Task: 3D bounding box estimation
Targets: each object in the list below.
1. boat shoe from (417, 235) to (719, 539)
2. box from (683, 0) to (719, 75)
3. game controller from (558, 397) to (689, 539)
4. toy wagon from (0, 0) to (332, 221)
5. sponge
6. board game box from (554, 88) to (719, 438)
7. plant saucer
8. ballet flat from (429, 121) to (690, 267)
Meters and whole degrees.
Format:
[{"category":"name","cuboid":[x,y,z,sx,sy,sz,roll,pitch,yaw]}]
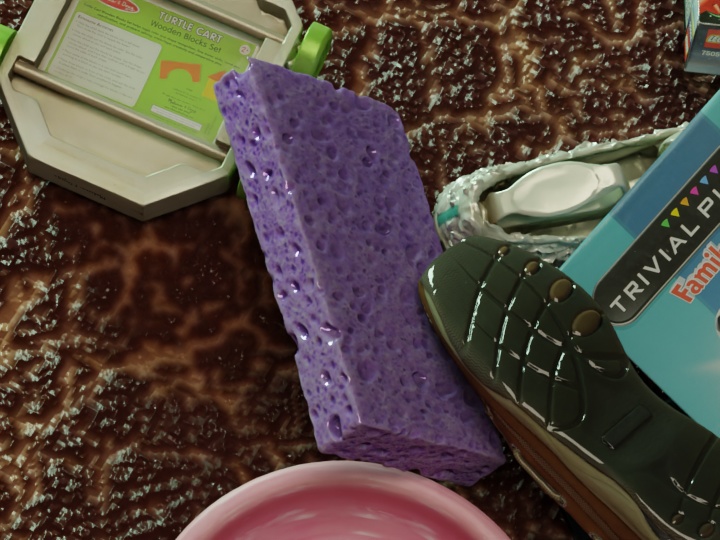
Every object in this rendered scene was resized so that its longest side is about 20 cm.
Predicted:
[{"category":"boat shoe","cuboid":[0.097,0.074,1.398,0.075,0.074,0.200,-31,69,-31]},{"category":"box","cuboid":[0.263,-0.152,1.529,0.199,0.040,0.137,7,52,-3]},{"category":"game controller","cuboid":[0.195,0.096,1.456,0.199,0.042,0.105,-20,58,-12]},{"category":"toy wagon","cuboid":[-0.093,-0.125,1.507,0.154,0.040,0.201,23,69,3]},{"category":"sponge","cuboid":[0.000,0.000,1.424,0.111,0.030,0.201,15,49,-48]},{"category":"board game box","cuboid":[0.211,0.018,1.402,0.200,0.047,0.151,44,100,14]},{"category":"plant saucer","cuboid":[-0.008,0.190,1.391,0.199,0.051,0.202,2,69,-5]},{"category":"ballet flat","cuboid":[0.134,-0.036,1.480,0.199,0.072,0.072,-12,71,-10]}]
